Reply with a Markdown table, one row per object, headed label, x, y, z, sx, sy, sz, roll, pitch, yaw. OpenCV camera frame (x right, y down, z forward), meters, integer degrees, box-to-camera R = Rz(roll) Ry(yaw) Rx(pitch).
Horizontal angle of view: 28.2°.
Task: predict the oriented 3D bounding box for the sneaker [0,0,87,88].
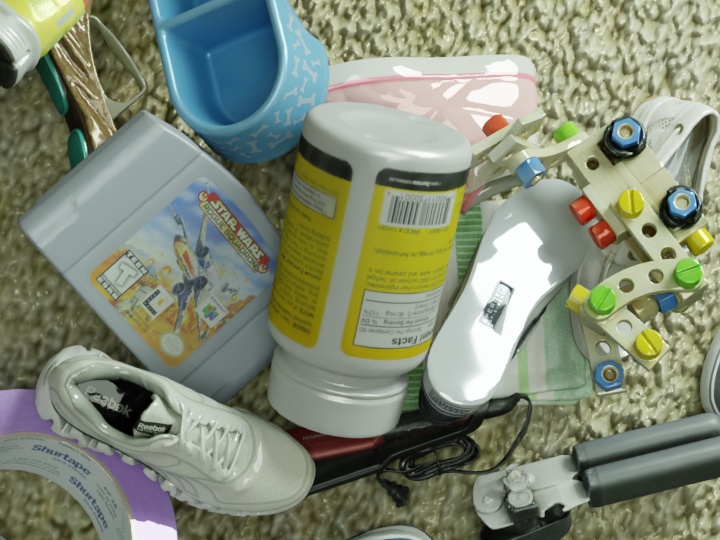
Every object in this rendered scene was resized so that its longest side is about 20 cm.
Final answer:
| label | x | y | z | sx | sy | sz | roll | pitch | yaw |
| --- | --- | --- | --- | --- | --- | --- | --- | --- | --- |
| sneaker | -0.252 | -0.191 | 0.956 | 0.090 | 0.079 | 0.199 | -39 | 54 | -21 |

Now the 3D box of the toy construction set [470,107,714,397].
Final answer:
| label | x | y | z | sx | sy | sz | roll | pitch | yaw |
| --- | --- | --- | --- | --- | --- | --- | --- | --- | --- |
| toy construction set | 0.159 | -0.029 | 0.964 | 0.130 | 0.092 | 0.201 | -34 | 87 | -3 |

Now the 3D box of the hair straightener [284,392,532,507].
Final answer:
| label | x | y | z | sx | sy | sz | roll | pitch | yaw |
| --- | --- | --- | --- | --- | --- | --- | --- | --- | --- |
| hair straightener | 0.031 | 0.130 | 1.037 | 0.197 | 0.041 | 0.078 | -16 | 127 | -4 |

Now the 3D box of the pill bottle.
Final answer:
| label | x | y | z | sx | sy | sz | roll | pitch | yaw |
| --- | --- | --- | --- | --- | --- | --- | --- | --- | --- |
| pill bottle | 0.000 | 0.000 | 0.951 | 0.113 | 0.114 | 0.203 | 10 | 109 | -6 |

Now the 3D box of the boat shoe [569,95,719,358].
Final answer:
| label | x | y | z | sx | sy | sz | roll | pitch | yaw |
| --- | --- | --- | --- | --- | --- | --- | --- | --- | --- |
| boat shoe | 0.208 | -0.028 | 1.031 | 0.070 | 0.069 | 0.203 | 16 | 90 | -30 |

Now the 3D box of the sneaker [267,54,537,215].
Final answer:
| label | x | y | z | sx | sy | sz | roll | pitch | yaw |
| --- | --- | --- | --- | --- | --- | --- | --- | --- | --- |
| sneaker | 0.035 | -0.091 | 1.010 | 0.197 | 0.075 | 0.106 | -5 | 79 | -10 |

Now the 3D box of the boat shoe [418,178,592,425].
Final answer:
| label | x | y | z | sx | sy | sz | roll | pitch | yaw |
| --- | --- | --- | --- | --- | --- | --- | --- | --- | --- |
| boat shoe | 0.099 | 0.023 | 1.010 | 0.071 | 0.068 | 0.201 | 29 | 64 | 1 |

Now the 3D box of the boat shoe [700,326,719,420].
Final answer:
| label | x | y | z | sx | sy | sz | roll | pitch | yaw |
| --- | --- | --- | --- | --- | --- | --- | --- | --- | --- |
| boat shoe | 0.328 | 0.034 | 1.054 | 0.070 | 0.066 | 0.200 | 42 | 88 | -5 |

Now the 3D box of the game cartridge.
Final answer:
| label | x | y | z | sx | sy | sz | roll | pitch | yaw |
| --- | --- | --- | --- | --- | --- | --- | --- | --- | --- |
| game cartridge | -0.122 | -0.004 | 0.985 | 0.133 | 0.042 | 0.201 | -39 | 118 | -1 |

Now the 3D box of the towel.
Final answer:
| label | x | y | z | sx | sy | sz | roll | pitch | yaw |
| --- | --- | --- | --- | --- | --- | --- | --- | --- | --- |
| towel | 0.068 | 0.029 | 1.048 | 0.197 | 0.023 | 0.155 | -5 | 91 | -6 |

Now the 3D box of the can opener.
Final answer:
| label | x | y | z | sx | sy | sz | roll | pitch | yaw |
| --- | --- | --- | --- | --- | --- | --- | --- | --- | --- |
| can opener | 0.176 | 0.155 | 1.051 | 0.197 | 0.053 | 0.067 | -17 | 128 | 0 |

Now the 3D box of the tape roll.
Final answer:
| label | x | y | z | sx | sy | sz | roll | pitch | yaw |
| --- | --- | --- | --- | --- | --- | --- | --- | --- | --- |
| tape roll | -0.224 | 0.184 | 0.947 | 0.198 | 0.066 | 0.203 | 13 | 58 | -22 |

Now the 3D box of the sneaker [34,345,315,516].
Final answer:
| label | x | y | z | sx | sy | sz | roll | pitch | yaw |
| --- | --- | --- | --- | --- | --- | --- | --- | --- | --- |
| sneaker | -0.118 | 0.110 | 0.949 | 0.198 | 0.081 | 0.076 | 23 | 74 | -15 |

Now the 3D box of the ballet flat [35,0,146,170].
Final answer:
| label | x | y | z | sx | sy | sz | roll | pitch | yaw |
| --- | --- | --- | --- | --- | --- | --- | --- | --- | --- |
| ballet flat | -0.181 | -0.108 | 1.005 | 0.072 | 0.068 | 0.203 | -18 | 88 | -20 |

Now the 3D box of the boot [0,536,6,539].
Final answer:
| label | x | y | z | sx | sy | sz | roll | pitch | yaw |
| --- | --- | --- | --- | --- | --- | --- | --- | --- | --- |
| boot | -0.233 | 0.268 | 1.005 | 0.199 | 0.073 | 0.091 | 40 | 102 | -4 |

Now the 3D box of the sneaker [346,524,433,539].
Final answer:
| label | x | y | z | sx | sy | sz | roll | pitch | yaw |
| --- | --- | --- | --- | --- | --- | --- | --- | --- | --- |
| sneaker | -0.035 | 0.231 | 1.013 | 0.198 | 0.077 | 0.077 | -19 | 95 | -4 |

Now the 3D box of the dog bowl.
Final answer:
| label | x | y | z | sx | sy | sz | roll | pitch | yaw |
| --- | --- | --- | --- | --- | --- | --- | --- | --- | --- |
| dog bowl | -0.091 | -0.175 | 0.979 | 0.110 | 0.049 | 0.203 | -18 | 78 | 21 |
